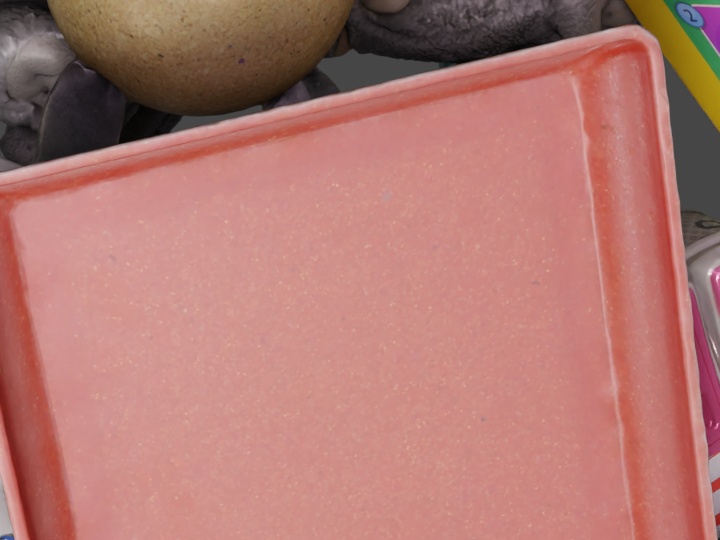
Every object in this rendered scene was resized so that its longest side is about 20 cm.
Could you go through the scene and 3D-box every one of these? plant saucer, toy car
[{"bbox_3d":[-0.004,0.040,0.842,0.199,0.037,0.201,-13,114,-9],"label":"plant saucer"},{"bbox_3d":[-0.040,-0.099,0.834,0.163,0.158,0.202,2,94,-18],"label":"toy car"}]

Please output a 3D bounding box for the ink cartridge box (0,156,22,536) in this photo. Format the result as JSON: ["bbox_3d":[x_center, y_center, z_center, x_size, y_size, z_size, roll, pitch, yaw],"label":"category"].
[{"bbox_3d":[-0.138,0.019,0.932,0.115,0.200,0.067,22,52,1],"label":"ink cartridge box"}]

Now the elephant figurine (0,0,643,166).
[{"bbox_3d":[-0.037,-0.110,0.958,0.199,0.142,0.156,-32,117,5],"label":"elephant figurine"}]

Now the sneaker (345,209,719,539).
[{"bbox_3d":[0.049,0.045,0.929,0.199,0.087,0.074,-36,117,-4],"label":"sneaker"}]

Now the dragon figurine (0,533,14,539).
[{"bbox_3d":[-0.031,0.105,0.951,0.199,0.059,0.100,20,62,-21],"label":"dragon figurine"}]

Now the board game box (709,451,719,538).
[{"bbox_3d":[0.190,0.050,1.001,0.199,0.046,0.152,-35,114,3],"label":"board game box"}]

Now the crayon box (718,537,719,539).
[{"bbox_3d":[0.137,0.187,0.984,0.125,0.052,0.201,3,111,-21],"label":"crayon box"}]

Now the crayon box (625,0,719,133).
[{"bbox_3d":[0.156,-0.090,0.849,0.058,0.199,0.173,-51,120,-21],"label":"crayon box"}]

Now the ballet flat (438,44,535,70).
[{"bbox_3d":[0.055,-0.011,1.000,0.072,0.073,0.202,2,94,-2],"label":"ballet flat"}]
